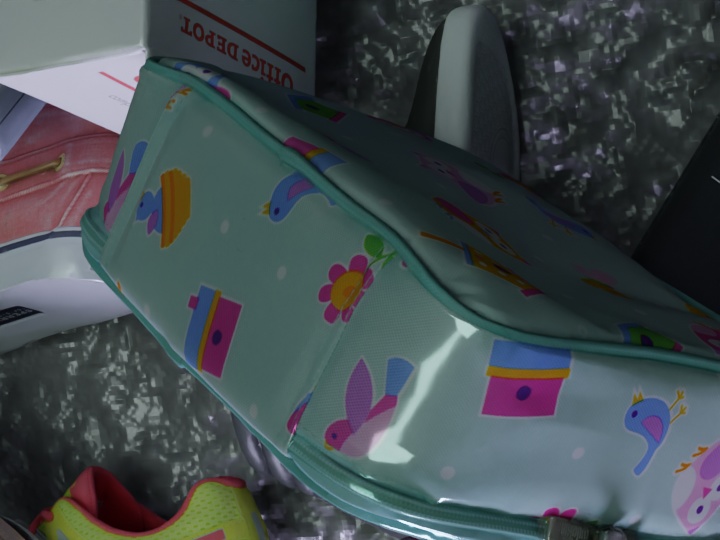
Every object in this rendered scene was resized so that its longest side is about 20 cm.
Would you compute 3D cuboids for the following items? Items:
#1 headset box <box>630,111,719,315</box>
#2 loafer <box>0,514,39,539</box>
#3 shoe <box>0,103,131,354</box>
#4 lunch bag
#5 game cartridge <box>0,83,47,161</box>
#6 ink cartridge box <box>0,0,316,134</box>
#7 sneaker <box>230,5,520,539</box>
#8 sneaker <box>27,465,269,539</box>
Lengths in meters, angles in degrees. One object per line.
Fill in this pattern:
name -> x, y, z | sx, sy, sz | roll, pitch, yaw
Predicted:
headset box -> 0.161, 0.052, 0.682 | 0.174, 0.093, 0.201 | 36, 112, 19
loafer -> -0.177, 0.103, 0.819 | 0.072, 0.063, 0.200 | -49, 60, 11
shoe -> -0.155, -0.020, 0.861 | 0.199, 0.071, 0.091 | -14, 67, 41
lunch bag -> 0.023, 0.014, 0.616 | 0.200, 0.160, 0.077 | 40, 108, 46
game cartridge -> -0.178, -0.082, 0.825 | 0.199, 0.134, 0.041 | -5, 132, 37
ink cartridge box -> -0.069, -0.112, 0.742 | 0.068, 0.116, 0.201 | -6, 76, 28
sneaker -> 0.000, 0.000, 0.773 | 0.099, 0.071, 0.201 | 11, 106, 22
sneaker -> -0.115, 0.126, 0.857 | 0.199, 0.078, 0.091 | -11, 83, 23
